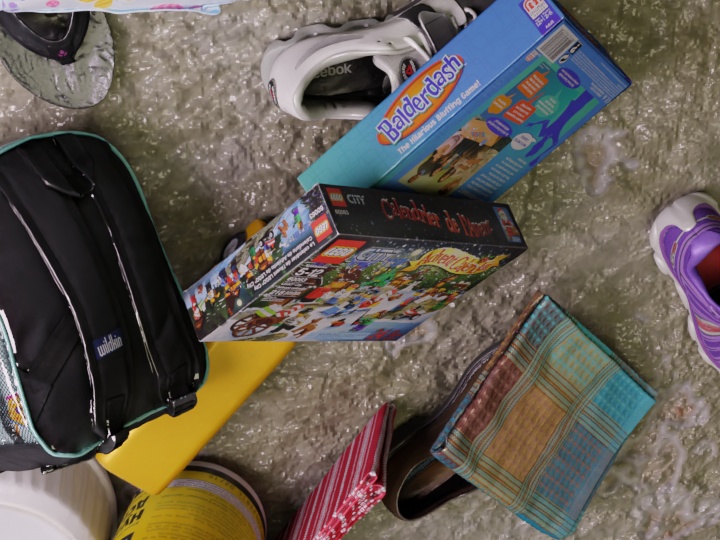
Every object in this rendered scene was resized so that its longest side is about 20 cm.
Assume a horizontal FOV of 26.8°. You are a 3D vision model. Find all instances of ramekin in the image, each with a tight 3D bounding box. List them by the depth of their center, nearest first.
[{"bbox_3d":[-0.278,0.207,1.119,0.201,0.094,0.203,-5,118,-10],"label":"ramekin"}]

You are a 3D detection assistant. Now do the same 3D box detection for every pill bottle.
[{"bbox_3d":[-0.134,0.228,1.091,0.111,0.200,0.112,1,109,4],"label":"pill bottle"}]

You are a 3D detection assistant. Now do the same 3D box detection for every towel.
[{"bbox_3d":[-0.037,0.200,1.143,0.022,0.145,0.200,36,106,-6],"label":"towel"},{"bbox_3d":[0.145,0.115,1.145,0.147,0.022,0.200,-56,137,-4],"label":"towel"}]

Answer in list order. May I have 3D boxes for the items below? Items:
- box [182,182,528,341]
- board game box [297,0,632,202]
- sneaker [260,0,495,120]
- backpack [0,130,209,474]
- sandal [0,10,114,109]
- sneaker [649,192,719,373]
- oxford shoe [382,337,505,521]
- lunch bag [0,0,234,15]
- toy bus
[{"bbox_3d":[0.000,0.000,1.005,0.136,0.038,0.200,-36,156,34],"label":"box"},{"bbox_3d":[0.073,-0.095,1.015,0.200,0.045,0.152,-41,156,14],"label":"board game box"},{"bbox_3d":[0.037,-0.140,1.014,0.199,0.089,0.074,-20,118,-3],"label":"sneaker"},{"bbox_3d":[-0.211,0.015,0.985,0.153,0.176,0.201,-7,102,38],"label":"backpack"},{"bbox_3d":[-0.211,-0.188,0.954,0.075,0.048,0.201,-18,118,-3],"label":"sandal"},{"bbox_3d":[0.288,0.034,1.161,0.081,0.084,0.200,-37,120,8],"label":"sneaker"},{"bbox_3d":[0.098,0.124,1.166,0.200,0.084,0.073,-45,116,10],"label":"oxford shoe"},{"bbox_3d":[-0.138,-0.249,0.881,0.169,0.127,0.201,-2,110,-18],"label":"lunch bag"},{"bbox_3d":[-0.109,0.061,1.089,0.065,0.078,0.200,36,105,-26],"label":"toy bus"}]
